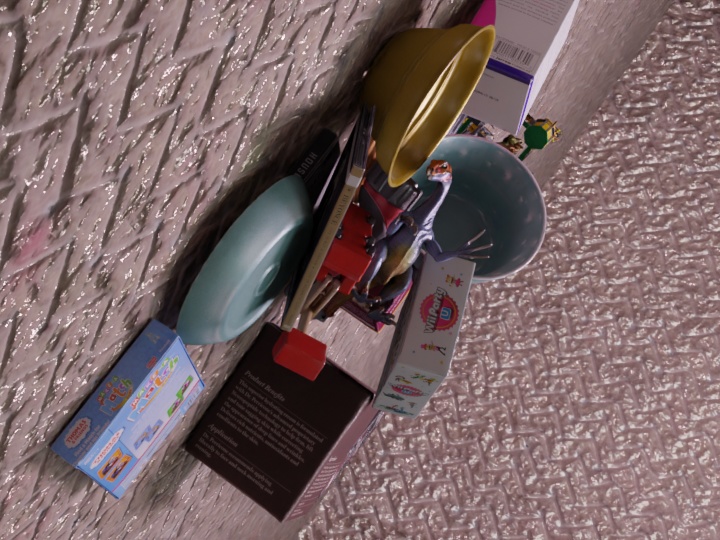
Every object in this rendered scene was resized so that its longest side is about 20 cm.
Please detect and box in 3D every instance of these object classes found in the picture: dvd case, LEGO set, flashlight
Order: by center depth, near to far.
[{"bbox_3d":[-0.032,-0.056,1.220,0.149,0.016,0.201,-81,-166,-58],"label":"dvd case"},{"bbox_3d":[-0.070,-0.056,1.309,0.151,0.025,0.200,-53,169,-13],"label":"dvd case"},{"bbox_3d":[-0.013,-0.036,1.418,0.200,0.068,0.068,-49,152,12],"label":"flashlight"},{"bbox_3d":[0.206,-0.198,1.791,0.200,0.154,0.116,-58,170,33],"label":"LEGO set"}]

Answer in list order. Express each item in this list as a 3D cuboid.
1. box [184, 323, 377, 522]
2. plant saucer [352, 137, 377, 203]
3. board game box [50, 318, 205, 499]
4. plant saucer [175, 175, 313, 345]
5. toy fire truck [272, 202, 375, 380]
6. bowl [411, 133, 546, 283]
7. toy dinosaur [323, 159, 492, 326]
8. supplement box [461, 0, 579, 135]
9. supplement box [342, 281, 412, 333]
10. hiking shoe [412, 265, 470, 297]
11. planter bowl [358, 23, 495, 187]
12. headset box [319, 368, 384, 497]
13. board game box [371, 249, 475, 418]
[{"bbox_3d":[-0.095,0.201,1.588,0.200,0.166,0.164,-55,169,-3],"label":"box"},{"bbox_3d":[0.049,-0.164,1.487,0.200,0.037,0.200,-54,169,-15],"label":"plant saucer"},{"bbox_3d":[-0.222,0.142,1.191,0.152,0.037,0.200,-53,170,-15],"label":"board game box"},{"bbox_3d":[-0.103,0.000,1.179,0.200,0.036,0.200,-52,169,-15],"label":"plant saucer"},{"bbox_3d":[-0.038,0.015,1.304,0.141,0.049,0.200,-59,-169,20],"label":"toy fire truck"},{"bbox_3d":[0.125,-0.062,1.541,0.201,0.201,0.105,-50,178,-29],"label":"bowl"},{"bbox_3d":[0.040,-0.040,1.366,0.105,0.199,0.182,42,61,-41],"label":"toy dinosaur"},{"bbox_3d":[0.190,-0.281,1.487,0.104,0.101,0.200,98,19,-56],"label":"supplement box"},{"bbox_3d":[0.000,0.000,1.559,0.086,0.110,0.200,-54,170,-10],"label":"supplement box"},{"bbox_3d":[0.134,-0.066,1.660,0.076,0.100,0.201,71,33,-87],"label":"hiking shoe"},{"bbox_3d":[0.056,-0.195,1.289,0.201,0.083,0.200,-53,170,-14],"label":"planter bowl"},{"bbox_3d":[-0.072,0.240,1.865,0.200,0.149,0.077,-45,164,-44],"label":"headset box"},{"bbox_3d":[0.075,0.082,1.463,0.200,0.064,0.148,107,-1,-68],"label":"board game box"}]
